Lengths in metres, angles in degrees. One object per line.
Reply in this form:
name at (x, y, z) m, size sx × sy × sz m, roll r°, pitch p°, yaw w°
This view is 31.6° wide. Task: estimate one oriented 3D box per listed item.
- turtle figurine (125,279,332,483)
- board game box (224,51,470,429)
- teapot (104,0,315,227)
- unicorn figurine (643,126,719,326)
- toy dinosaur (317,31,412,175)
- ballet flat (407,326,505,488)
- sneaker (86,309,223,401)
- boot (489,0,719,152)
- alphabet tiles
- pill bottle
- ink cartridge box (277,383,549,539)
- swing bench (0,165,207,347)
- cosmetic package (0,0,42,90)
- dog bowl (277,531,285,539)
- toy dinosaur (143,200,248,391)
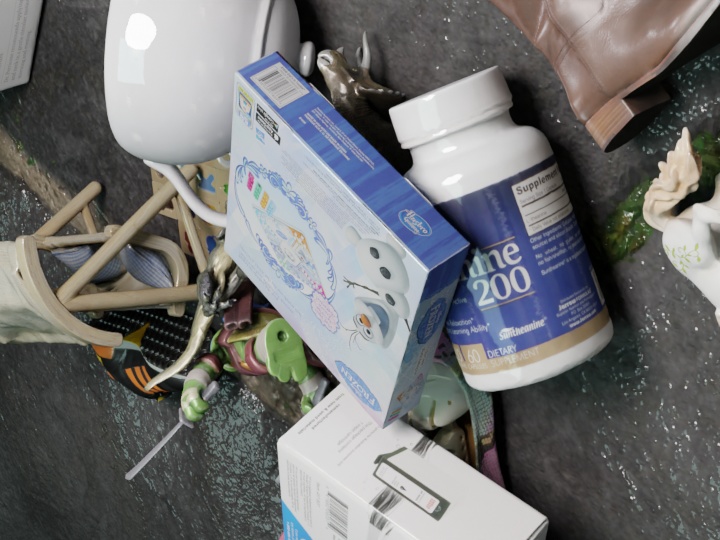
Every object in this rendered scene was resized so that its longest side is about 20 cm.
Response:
turtle figurine at (-0.076, 0.107, 1.090) m, size 0.143 × 0.202 × 0.193 m, roll 30°, pitch 155°, yaw -20°
board game box at (-0.020, -0.017, 0.898) m, size 0.200 × 0.043 × 0.200 m, roll 47°, pitch 150°, yaw 22°
teapot at (-0.107, -0.166, 0.984) m, size 0.144 × 0.200 × 0.201 m, roll 9°, pitch 154°, yaw 3°
unicorn figurine at (0.240, 0.018, 0.779) m, size 0.202 × 0.073 × 0.138 m, roll 66°, pitch 152°, yaw 19°
toy dinosaur at (0.008, -0.065, 0.961) m, size 0.077 × 0.102 × 0.202 m, roll 17°, pitch 132°, yaw 52°
ballet flat at (0.071, 0.130, 1.008) m, size 0.069 × 0.071 × 0.203 m, roll 4°, pitch 113°, yaw 44°
sneaker at (-0.197, 0.096, 1.289) m, size 0.198 × 0.070 × 0.091 m, roll 15°, pitch 136°, yaw 42°
boot at (0.139, -0.200, 0.775) m, size 0.201 × 0.064 × 0.187 m, roll 56°, pitch 137°, yaw 15°
alphabet tiles at (-0.129, -0.078, 1.161) m, size 0.198 × 0.006 × 0.169 m, roll 19°, pitch 123°, yaw 40°
pill bottle at (0.091, -0.030, 0.871) m, size 0.110 × 0.110 × 0.203 m, roll -13°, pitch 100°, yaw 49°
ink cartridge box at (0.036, 0.203, 0.971) m, size 0.199 × 0.084 × 0.147 m, roll 31°, pitch 141°, yaw 27°
swing bench at (-0.260, 0.000, 1.183) m, size 0.198 × 0.199 × 0.131 m, roll -1°, pitch 111°, yaw 50°
cosmetic package at (-0.438, -0.266, 1.239) m, size 0.165 × 0.199 × 0.166 m, roll 46°, pitch 136°, yaw 19°
dog bowl at (0.002, 0.277, 1.067) m, size 0.199 × 0.199 × 0.075 m, roll 34°, pitch 124°, yaw 30°
toy dinosaur at (-0.119, 0.012, 1.077) m, size 0.047 × 0.202 × 0.088 m, roll 31°, pitch 157°, yaw -22°
